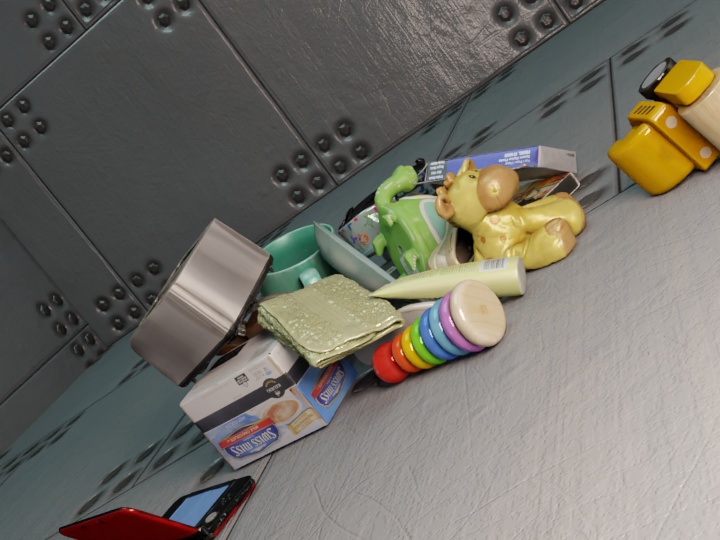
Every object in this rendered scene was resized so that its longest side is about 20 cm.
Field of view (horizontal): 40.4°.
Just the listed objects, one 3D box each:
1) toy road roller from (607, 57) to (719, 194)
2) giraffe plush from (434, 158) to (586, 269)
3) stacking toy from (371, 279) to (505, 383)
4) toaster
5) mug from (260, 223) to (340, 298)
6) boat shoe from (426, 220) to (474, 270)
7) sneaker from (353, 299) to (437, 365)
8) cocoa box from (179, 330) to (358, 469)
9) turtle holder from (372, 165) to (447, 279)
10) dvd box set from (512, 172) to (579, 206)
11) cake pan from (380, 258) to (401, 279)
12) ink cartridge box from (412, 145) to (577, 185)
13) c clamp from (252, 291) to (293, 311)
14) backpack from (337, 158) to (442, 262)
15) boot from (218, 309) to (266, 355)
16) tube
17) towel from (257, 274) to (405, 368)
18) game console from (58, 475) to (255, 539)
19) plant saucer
[{"bbox_3d":[0.391,-0.165,1.194,0.146,0.123,0.200,-51,9,7],"label":"toy road roller"},{"bbox_3d":[0.186,-0.078,1.342,0.200,0.162,0.173,-35,11,12],"label":"giraffe plush"},{"bbox_3d":[0.084,0.088,1.224,0.200,0.085,0.085,-34,10,41],"label":"stacking toy"},{"bbox_3d":[-0.224,0.045,1.417,0.200,0.118,0.181,-44,17,42],"label":"toaster"},{"bbox_3d":[-0.092,0.020,1.575,0.151,0.115,0.185,-15,26,24],"label":"mug"},{"bbox_3d":[0.163,-0.058,1.469,0.065,0.072,0.200,-36,16,46],"label":"boat shoe"},{"bbox_3d":[0.079,0.064,1.346,0.200,0.071,0.099,-25,14,45],"label":"sneaker"},{"bbox_3d":[-0.130,0.171,1.403,0.200,0.131,0.133,-30,13,32],"label":"cocoa box"},{"bbox_3d":[0.094,-0.062,1.565,0.131,0.141,0.186,-24,49,-17],"label":"turtle holder"},{"bbox_3d":[0.244,-0.092,1.572,0.146,0.029,0.200,-41,12,-18],"label":"dvd box set"},{"bbox_3d":[0.059,0.017,1.692,0.200,0.037,0.200,-36,11,8],"label":"cake pan"},{"bbox_3d":[0.210,-0.162,1.527,0.199,0.041,0.200,-5,0,34],"label":"ink cartridge box"},{"bbox_3d":[-0.103,0.095,1.544,0.170,0.200,0.027,2,54,29],"label":"c clamp"},{"bbox_3d":[0.061,-0.093,1.833,0.200,0.151,0.178,-31,1,-17],"label":"backpack"},{"bbox_3d":[-0.150,0.139,1.537,0.200,0.155,0.074,-16,35,53],"label":"boot"},{"bbox_3d":[0.115,0.017,1.283,0.199,0.058,0.052,-6,57,20],"label":"tube"},{"bbox_3d":[-0.042,0.061,1.304,0.148,0.037,0.200,-23,26,-22],"label":"towel"},{"bbox_3d":[-0.268,0.312,1.296,0.200,0.119,0.172,-26,16,44],"label":"game console"},{"bbox_3d":[0.000,0.000,1.463,0.039,0.201,0.201,-54,11,2],"label":"plant saucer"}]
